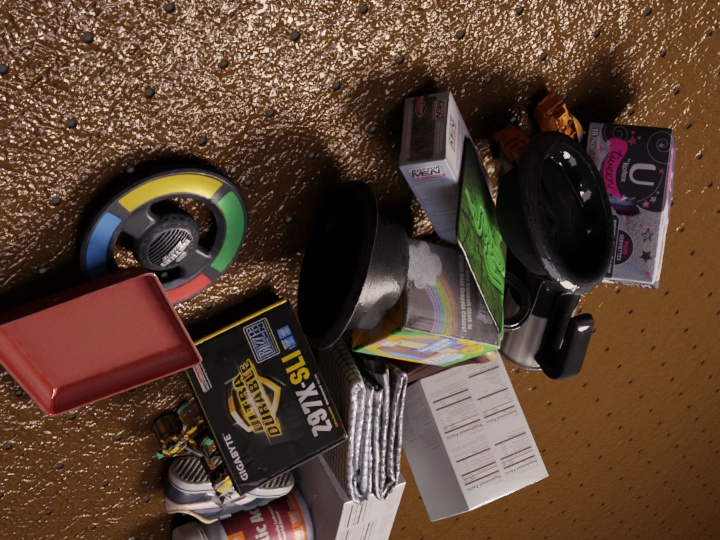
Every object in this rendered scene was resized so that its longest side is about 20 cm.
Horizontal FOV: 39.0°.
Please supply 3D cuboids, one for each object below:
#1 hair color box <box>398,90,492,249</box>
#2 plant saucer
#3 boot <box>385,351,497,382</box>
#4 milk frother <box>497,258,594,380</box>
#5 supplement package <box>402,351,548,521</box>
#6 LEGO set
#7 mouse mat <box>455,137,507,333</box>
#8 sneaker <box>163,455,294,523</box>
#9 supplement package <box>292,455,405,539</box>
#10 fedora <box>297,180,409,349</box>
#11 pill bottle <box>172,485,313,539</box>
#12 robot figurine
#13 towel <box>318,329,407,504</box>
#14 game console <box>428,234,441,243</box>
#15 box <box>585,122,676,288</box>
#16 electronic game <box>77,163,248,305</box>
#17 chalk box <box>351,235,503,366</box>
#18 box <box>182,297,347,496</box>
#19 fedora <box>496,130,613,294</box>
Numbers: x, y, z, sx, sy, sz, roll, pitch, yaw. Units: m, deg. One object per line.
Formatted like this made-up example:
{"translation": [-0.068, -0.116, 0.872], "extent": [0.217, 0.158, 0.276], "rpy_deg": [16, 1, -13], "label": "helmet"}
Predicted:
{"translation": [0.109, -0.115, 1.246], "extent": [0.060, 0.101, 0.200], "rpy_deg": [-6, 149, 20], "label": "hair color box"}
{"translation": [-0.299, 0.076, 1.149], "extent": [0.196, 0.037, 0.201], "rpy_deg": [-19, 145, -3], "label": "plant saucer"}
{"translation": [0.104, 0.133, 1.457], "extent": [0.165, 0.073, 0.200], "rpy_deg": [-32, -174, -3], "label": "boot"}
{"translation": [0.235, 0.064, 1.513], "extent": [0.196, 0.182, 0.190], "rpy_deg": [2, 133, -6], "label": "milk frother"}
{"translation": [0.160, 0.257, 1.569], "extent": [0.149, 0.203, 0.152], "rpy_deg": [-16, 167, -24], "label": "supplement package"}
{"translation": [-0.170, 0.223, 1.372], "extent": [0.199, 0.116, 0.154], "rpy_deg": [-35, 143, -3], "label": "LEGO set"}
{"translation": [0.151, -0.041, 1.243], "extent": [0.007, 0.163, 0.201], "rpy_deg": [-6, 140, 20], "label": "mouse mat"}
{"translation": [-0.196, 0.318, 1.488], "extent": [0.197, 0.079, 0.080], "rpy_deg": [9, 120, -30], "label": "sneaker"}
{"translation": [-0.027, 0.346, 1.585], "extent": [0.109, 0.156, 0.202], "rpy_deg": [-13, 137, -26], "label": "supplement package"}
{"translation": [0.000, 0.000, 1.209], "extent": [0.090, 0.202, 0.202], "rpy_deg": [13, 123, -25], "label": "fedora"}
{"translation": [-0.181, 0.411, 1.565], "extent": [0.197, 0.115, 0.115], "rpy_deg": [-14, 138, -28], "label": "pill bottle"}
{"translation": [0.250, -0.143, 1.372], "extent": [0.144, 0.058, 0.200], "rpy_deg": [-37, 142, 1], "label": "robot figurine"}
{"translation": [-0.003, 0.193, 1.398], "extent": [0.084, 0.166, 0.203], "rpy_deg": [-5, 114, -19], "label": "towel"}
{"translation": [0.098, 0.023, 1.457], "extent": [0.198, 0.031, 0.178], "rpy_deg": [-30, 147, -8], "label": "game console"}
{"translation": [0.358, -0.084, 1.370], "extent": [0.132, 0.113, 0.204], "rpy_deg": [12, 85, -71], "label": "box"}
{"translation": [-0.216, -0.034, 1.129], "extent": [0.197, 0.042, 0.202], "rpy_deg": [-22, 140, -19], "label": "electronic game"}
{"translation": [0.101, 0.047, 1.316], "extent": [0.197, 0.127, 0.123], "rpy_deg": [14, 157, -31], "label": "chalk box"}
{"translation": [-0.126, 0.158, 1.296], "extent": [0.158, 0.203, 0.049], "rpy_deg": [-25, -174, -17], "label": "box"}
{"translation": [0.232, -0.067, 1.269], "extent": [0.198, 0.205, 0.091], "rpy_deg": [6, 168, -42], "label": "fedora"}
